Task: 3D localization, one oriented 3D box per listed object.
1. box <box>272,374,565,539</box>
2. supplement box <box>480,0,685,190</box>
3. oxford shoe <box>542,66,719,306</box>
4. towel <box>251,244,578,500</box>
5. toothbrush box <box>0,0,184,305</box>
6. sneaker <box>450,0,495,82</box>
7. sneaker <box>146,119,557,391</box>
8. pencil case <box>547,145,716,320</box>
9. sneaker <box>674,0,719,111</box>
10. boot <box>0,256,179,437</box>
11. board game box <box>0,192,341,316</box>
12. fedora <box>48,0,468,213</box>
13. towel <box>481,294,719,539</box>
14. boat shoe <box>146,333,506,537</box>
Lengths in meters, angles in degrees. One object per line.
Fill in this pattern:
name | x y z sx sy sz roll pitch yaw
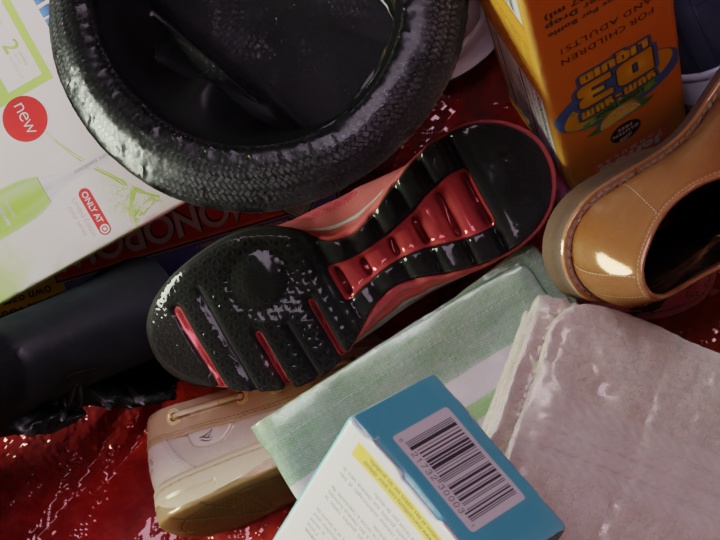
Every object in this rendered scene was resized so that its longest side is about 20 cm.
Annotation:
box | 0.001 0.137 0.737 0.049 0.200 0.082 -24 65 -41
supplement box | 0.087 -0.110 0.736 0.066 0.200 0.069 -30 65 0
oxford shoe | 0.172 -0.048 0.765 0.200 0.071 0.071 -41 25 -15
towel | 0.070 0.109 0.785 0.152 0.023 0.200 -33 84 -6
toothbrush box | -0.183 -0.060 0.868 0.200 0.086 0.146 -28 95 6
sneaker | 0.003 -0.189 0.964 0.074 0.087 0.200 -41 59 1
sneaker | 0.000 0.000 0.828 0.200 0.087 0.074 -25 86 7
pencil case | 0.114 -0.072 0.874 0.083 0.086 0.201 -24 58 26
sneaker | 0.159 -0.170 0.861 0.070 0.109 0.200 -20 29 24
boot | -0.178 0.071 0.882 0.168 0.200 0.077 -20 76 -34
board game box | -0.118 -0.056 0.922 0.199 0.029 0.135 -16 96 6
fedora | -0.037 -0.108 0.793 0.200 0.092 0.201 -6 70 16
towel | 0.141 0.102 0.760 0.200 0.034 0.133 24 76 -2
boat shoe | -0.012 0.057 0.852 0.199 0.074 0.069 -23 66 4
